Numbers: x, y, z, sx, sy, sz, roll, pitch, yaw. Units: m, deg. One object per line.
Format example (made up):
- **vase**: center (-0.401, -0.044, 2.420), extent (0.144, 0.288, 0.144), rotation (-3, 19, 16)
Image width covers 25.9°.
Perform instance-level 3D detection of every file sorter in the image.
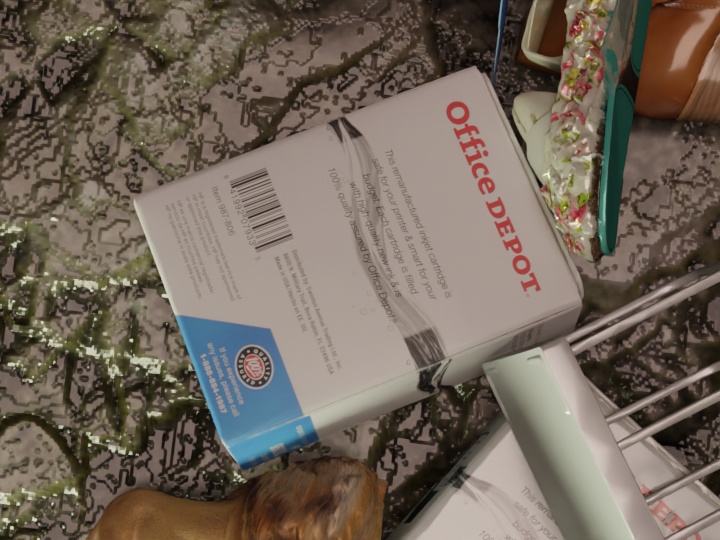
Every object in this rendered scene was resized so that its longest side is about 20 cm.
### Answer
- **file sorter**: center (0.166, 0.106, 0.742), extent (0.124, 0.139, 0.201), rotation (-25, 87, -8)

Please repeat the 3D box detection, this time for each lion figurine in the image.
- **lion figurine**: center (-0.088, 0.149, 0.830), extent (0.199, 0.073, 0.123), rotation (5, 63, 20)

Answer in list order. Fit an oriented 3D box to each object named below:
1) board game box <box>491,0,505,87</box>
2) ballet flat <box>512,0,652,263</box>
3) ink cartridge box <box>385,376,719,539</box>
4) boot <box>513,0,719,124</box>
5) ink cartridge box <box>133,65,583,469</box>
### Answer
- **board game box**: center (0.065, -0.196, 0.810), extent (0.039, 0.200, 0.159), rotation (8, 69, 4)
- **ballet flat**: center (0.113, -0.099, 0.811), extent (0.064, 0.076, 0.201), rotation (5, 71, 20)
- **ink cartridge box**: center (0.091, 0.169, 0.842), extent (0.147, 0.083, 0.200), rotation (43, 86, 1)
- **boot**: center (0.177, -0.186, 0.884), extent (0.155, 0.077, 0.201), rotation (14, 93, 2)
- **ink cartridge box**: center (0.000, 0.000, 0.836), extent (0.199, 0.084, 0.145), rotation (-21, 73, -4)
